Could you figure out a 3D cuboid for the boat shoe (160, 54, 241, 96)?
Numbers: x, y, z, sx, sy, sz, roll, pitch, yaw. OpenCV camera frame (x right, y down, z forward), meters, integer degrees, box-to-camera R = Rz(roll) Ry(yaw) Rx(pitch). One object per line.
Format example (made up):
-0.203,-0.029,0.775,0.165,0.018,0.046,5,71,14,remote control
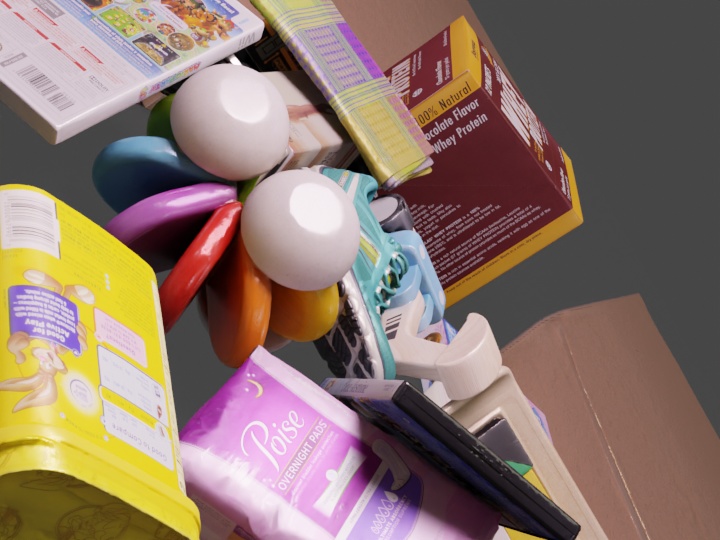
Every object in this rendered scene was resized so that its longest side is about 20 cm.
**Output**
-0.167,-0.165,1.039,0.199,0.074,0.060,38,53,3,boat shoe

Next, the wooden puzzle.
0.086,0.200,1.060,0.201,0.184,0.037,60,-18,-11,wooden puzzle

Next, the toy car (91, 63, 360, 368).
-0.107,-0.025,0.985,0.149,0.175,0.201,-26,76,-31,toy car

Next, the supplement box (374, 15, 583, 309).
0.084,-0.101,1.447,0.200,0.196,0.133,48,22,-23,supplement box

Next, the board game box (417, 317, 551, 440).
0.134,0.176,1.397,0.199,0.041,0.201,43,26,-38,board game box

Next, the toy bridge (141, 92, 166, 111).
-0.148,-0.155,1.164,0.199,0.067,0.027,18,43,-60,toy bridge

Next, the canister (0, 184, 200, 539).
-0.163,0.066,0.790,0.148,0.086,0.201,39,26,-43,canister

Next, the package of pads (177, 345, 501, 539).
-0.022,0.147,0.882,0.199,0.076,0.121,35,46,3,package of pads

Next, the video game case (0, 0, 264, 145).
-0.180,-0.168,0.974,0.143,0.018,0.199,39,46,16,video game case

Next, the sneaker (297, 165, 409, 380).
0.000,0.000,1.064,0.079,0.078,0.202,0,53,-19,sneaker

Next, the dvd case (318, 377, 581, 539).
0.050,0.119,0.934,0.142,0.018,0.200,40,-13,-9,dvd case

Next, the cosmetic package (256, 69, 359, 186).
-0.077,-0.098,1.181,0.087,0.103,0.200,45,20,6,cosmetic package

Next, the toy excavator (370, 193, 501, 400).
0.022,0.036,1.136,0.201,0.192,0.101,-76,148,-50,toy excavator

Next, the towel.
-0.010,-0.158,1.229,0.201,0.023,0.144,55,23,-1,towel

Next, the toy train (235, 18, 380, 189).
-0.049,-0.145,1.316,0.201,0.113,0.085,57,21,-2,toy train

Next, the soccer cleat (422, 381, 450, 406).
0.069,0.158,1.249,0.201,0.077,0.070,-63,148,-46,soccer cleat

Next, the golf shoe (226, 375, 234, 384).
-0.048,0.155,0.963,0.092,0.073,0.201,30,26,-39,golf shoe
